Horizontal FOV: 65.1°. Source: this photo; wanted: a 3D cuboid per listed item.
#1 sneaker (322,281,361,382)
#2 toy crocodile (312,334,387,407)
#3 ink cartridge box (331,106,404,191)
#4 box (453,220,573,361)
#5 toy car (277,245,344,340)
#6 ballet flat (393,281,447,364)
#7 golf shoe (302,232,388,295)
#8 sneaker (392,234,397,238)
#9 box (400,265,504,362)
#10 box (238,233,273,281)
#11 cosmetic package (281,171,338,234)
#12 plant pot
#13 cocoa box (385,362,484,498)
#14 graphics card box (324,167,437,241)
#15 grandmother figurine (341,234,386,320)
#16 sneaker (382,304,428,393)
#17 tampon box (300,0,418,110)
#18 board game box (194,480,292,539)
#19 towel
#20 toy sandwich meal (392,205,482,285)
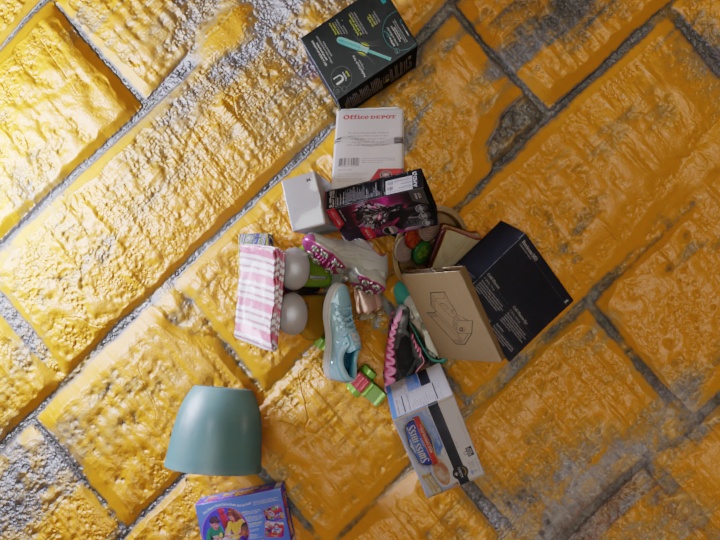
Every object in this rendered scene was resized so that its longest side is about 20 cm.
[{"bbox_3d":[-0.026,0.127,1.142,0.081,0.073,0.205,7,101,39],"label":"sneaker"},{"bbox_3d":[-0.022,0.212,1.218,0.067,0.062,0.201,-42,88,3],"label":"toy crocodile"},{"bbox_3d":[0.020,-0.229,1.163,0.143,0.083,0.204,0,62,7],"label":"ink cartridge box"},{"bbox_3d":[0.294,0.041,1.144,0.182,0.104,0.200,-42,113,3],"label":"box"},{"bbox_3d":[-0.126,0.041,1.193,0.148,0.173,0.206,3,91,40],"label":"toy car"},{"bbox_3d":[0.136,0.109,1.204,0.066,0.070,0.203,-29,88,3],"label":"ballet flat"},{"bbox_3d":[-0.026,-0.031,1.123,0.198,0.075,0.093,32,63,-24],"label":"golf shoe"},{"bbox_3d":[0.067,-0.141,1.205,0.196,0.079,0.132,26,90,3],"label":"sneaker"},{"bbox_3d":[0.175,0.085,1.083,0.021,0.162,0.203,-37,109,-33],"label":"box"},{"bbox_3d":[-0.226,0.023,1.230,0.068,0.064,0.206,-1,91,4],"label":"box"},{"bbox_3d":[-0.093,-0.129,1.151,0.070,0.200,0.104,-13,88,8],"label":"cosmetic package"},{"bbox_3d":[-0.295,0.326,1.175,0.195,0.201,0.165,5,78,3],"label":"plant pot"},{"bbox_3d":[0.148,0.323,1.147,0.129,0.134,0.203,-22,108,3],"label":"cocoa box"},{"bbox_3d":[0.042,-0.120,1.090,0.195,0.126,0.052,-11,57,16],"label":"graphics card box"},{"bbox_3d":[0.000,0.000,1.199,0.059,0.121,0.205,-12,89,30],"label":"grandmother figurine"},{"bbox_3d":[0.099,0.167,1.190,0.093,0.079,0.205,5,113,2],"label":"sneaker"},{"bbox_3d":[0.000,-0.455,1.184,0.198,0.126,0.152,-32,88,4],"label":"tampon box"},{"bbox_3d":[-0.251,0.555,1.240,0.195,0.045,0.138,-12,89,3],"label":"board game box"},{"bbox_3d":[-0.210,0.051,1.138,0.145,0.029,0.205,8,94,47],"label":"towel"},{"bbox_3d":[0.161,-0.034,1.169,0.201,0.070,0.210,-9,113,-21],"label":"toy sandwich meal"}]
